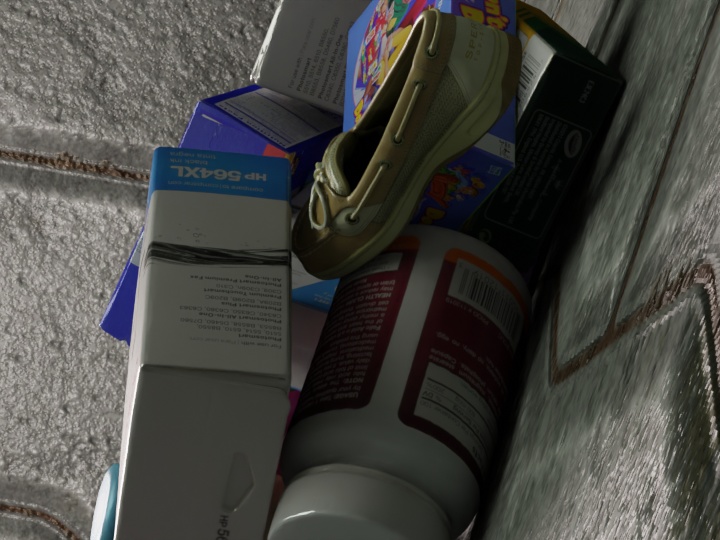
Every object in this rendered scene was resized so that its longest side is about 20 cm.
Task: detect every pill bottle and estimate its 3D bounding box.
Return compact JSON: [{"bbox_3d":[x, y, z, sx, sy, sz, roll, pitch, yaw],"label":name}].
[{"bbox_3d":[0.021,0.083,1.394,0.114,0.114,0.200,113,177,-52],"label":"pill bottle"}]

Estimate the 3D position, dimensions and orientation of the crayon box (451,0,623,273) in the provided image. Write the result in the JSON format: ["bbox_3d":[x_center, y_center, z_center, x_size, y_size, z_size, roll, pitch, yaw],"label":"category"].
[{"bbox_3d":[0.081,-0.094,1.519,0.126,0.051,0.200,-64,21,13],"label":"crayon box"}]

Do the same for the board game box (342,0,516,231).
[{"bbox_3d":[0.039,-0.104,1.495,0.135,0.045,0.200,-48,29,44],"label":"board game box"}]

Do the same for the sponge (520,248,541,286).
[{"bbox_3d":[0.077,0.033,1.560,0.112,0.030,0.201,121,169,-82],"label":"sponge"}]

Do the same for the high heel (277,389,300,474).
[{"bbox_3d":[-0.005,0.083,1.622,0.200,0.096,0.068,-19,-59,-59],"label":"high heel"}]

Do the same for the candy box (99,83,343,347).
[{"bbox_3d":[-0.081,-0.034,1.690,0.170,0.077,0.200,-64,-10,16],"label":"candy box"}]

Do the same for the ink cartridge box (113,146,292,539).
[{"bbox_3d":[-0.087,0.048,1.408,0.200,0.084,0.146,-91,10,-53],"label":"ink cartridge box"}]

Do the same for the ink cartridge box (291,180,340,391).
[{"bbox_3d":[0.000,0.000,1.599,0.200,0.116,0.067,-41,-39,-49],"label":"ink cartridge box"}]

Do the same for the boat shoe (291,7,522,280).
[{"bbox_3d":[0.010,-0.069,1.376,0.201,0.063,0.073,-44,32,44],"label":"boat shoe"}]

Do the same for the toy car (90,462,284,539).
[{"bbox_3d":[-0.089,0.206,1.526,0.200,0.184,0.178,169,114,-76],"label":"toy car"}]

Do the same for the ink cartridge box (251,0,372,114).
[{"bbox_3d":[0.038,-0.143,1.700,0.146,0.199,0.085,-78,8,-75],"label":"ink cartridge box"}]

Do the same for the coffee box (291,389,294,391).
[{"bbox_3d":[-0.021,0.029,1.724,0.123,0.044,0.200,-40,8,37],"label":"coffee box"}]
